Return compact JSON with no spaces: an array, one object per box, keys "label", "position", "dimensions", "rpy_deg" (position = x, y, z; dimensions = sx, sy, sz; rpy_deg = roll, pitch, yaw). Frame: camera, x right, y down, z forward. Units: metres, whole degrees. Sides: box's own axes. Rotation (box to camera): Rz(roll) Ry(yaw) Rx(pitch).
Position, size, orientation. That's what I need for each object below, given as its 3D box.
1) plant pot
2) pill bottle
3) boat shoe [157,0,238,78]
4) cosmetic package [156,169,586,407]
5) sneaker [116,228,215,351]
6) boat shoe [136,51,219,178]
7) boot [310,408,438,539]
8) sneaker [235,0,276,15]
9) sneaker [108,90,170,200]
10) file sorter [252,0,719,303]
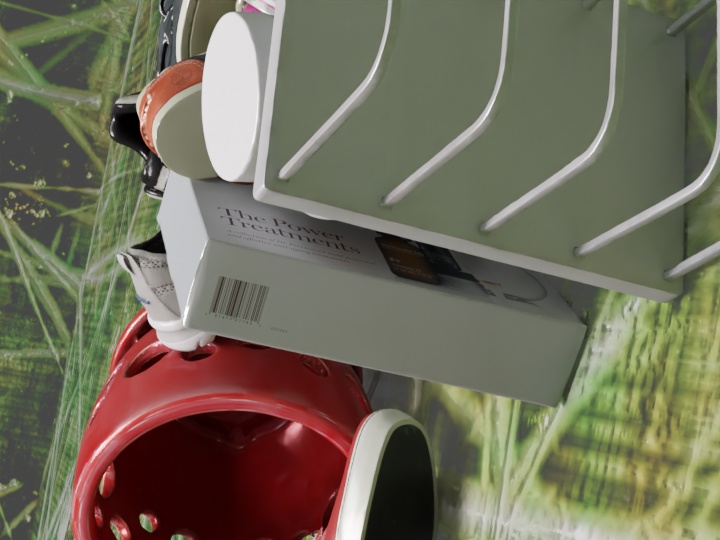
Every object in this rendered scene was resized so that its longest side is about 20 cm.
[{"label":"plant pot","position":[-0.086,0.112,1.045],"dimensions":[0.183,0.199,0.201],"rpy_deg":[-100,27,-58]},{"label":"pill bottle","position":[0.030,-0.080,0.760],"dimensions":[0.112,0.199,0.113],"rpy_deg":[179,90,-66]},{"label":"boat shoe","position":[-0.093,-0.143,0.959],"dimensions":[0.066,0.074,0.200],"rpy_deg":[46,152,30]},{"label":"cosmetic package","position":[0.000,0.000,0.828],"dimensions":[0.151,0.199,0.052],"rpy_deg":[-123,48,-66]},{"label":"sneaker","position":[-0.064,-0.044,0.976],"dimensions":[0.075,0.082,0.200],"rpy_deg":[14,56,49]},{"label":"boat shoe","position":[-0.020,-0.100,0.835],"dimensions":[0.063,0.199,0.071],"rpy_deg":[-129,25,-61]},{"label":"boot","position":[-0.032,0.174,0.944],"dimensions":[0.144,0.072,0.201],"rpy_deg":[8,88,43]},{"label":"sneaker","position":[-0.025,-0.160,0.880],"dimensions":[0.081,0.088,0.201],"rpy_deg":[36,135,58]},{"label":"sneaker","position":[-0.107,-0.057,1.103],"dimensions":[0.200,0.087,0.076],"rpy_deg":[47,134,34]},{"label":"file sorter","position":[0.076,-0.089,0.648],"dimensions":[0.124,0.199,0.139],"rpy_deg":[143,136,-60]}]
